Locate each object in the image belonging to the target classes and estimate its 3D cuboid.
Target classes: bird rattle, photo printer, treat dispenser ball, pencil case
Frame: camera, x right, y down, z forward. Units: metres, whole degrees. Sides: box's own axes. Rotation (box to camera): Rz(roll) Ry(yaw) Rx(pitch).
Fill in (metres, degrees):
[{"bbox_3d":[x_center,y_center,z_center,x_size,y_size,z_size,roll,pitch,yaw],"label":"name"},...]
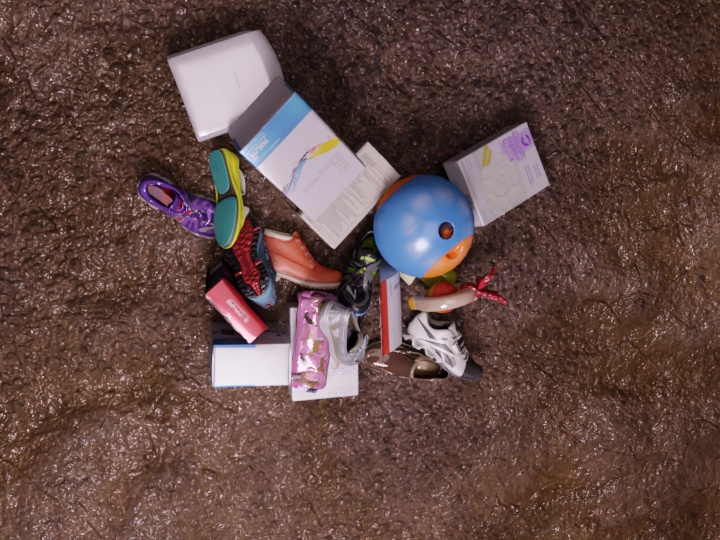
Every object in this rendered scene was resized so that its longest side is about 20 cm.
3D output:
[{"bbox_3d":[0.192,0.055,1.474,0.162,0.199,0.114,-23,113,-37],"label":"bird rattle"},{"bbox_3d":[-0.246,-0.357,1.361,0.198,0.069,0.168,-21,104,-9],"label":"photo printer"},{"bbox_3d":[0.124,-0.087,1.399,0.199,0.201,0.203,-2,101,-13],"label":"treat dispenser ball"},{"bbox_3d":[-0.097,0.137,1.420,0.082,0.087,0.202,8,97,1],"label":"pencil case"}]

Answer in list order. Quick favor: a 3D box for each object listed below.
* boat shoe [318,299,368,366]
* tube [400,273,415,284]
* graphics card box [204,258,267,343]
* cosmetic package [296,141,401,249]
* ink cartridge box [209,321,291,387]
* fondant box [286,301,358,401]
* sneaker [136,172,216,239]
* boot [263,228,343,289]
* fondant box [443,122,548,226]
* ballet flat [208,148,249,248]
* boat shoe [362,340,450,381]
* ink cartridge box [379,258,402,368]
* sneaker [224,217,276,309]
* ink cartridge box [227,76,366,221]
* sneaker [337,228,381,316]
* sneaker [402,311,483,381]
[{"bbox_3d":[-0.024,0.130,1.399,0.075,0.064,0.203,-62,151,-30],"label":"boat shoe"},{"bbox_3d":[0.145,-0.067,1.519,0.200,0.058,0.052,-47,122,-1],"label":"tube"},{"bbox_3d":[-0.241,0.054,1.370,0.051,0.200,0.126,-41,105,-2],"label":"graphics card box"},{"bbox_3d":[-0.026,-0.153,1.441,0.200,0.087,0.103,-46,105,-1],"label":"cosmetic package"},{"bbox_3d":[-0.220,0.160,1.393,0.145,0.200,0.087,0,99,-14],"label":"ink cartridge box"},{"bbox_3d":[-0.080,0.165,1.502,0.143,0.058,0.202,-3,101,-13],"label":"fondant box"},{"bbox_3d":[-0.340,-0.117,1.375,0.199,0.083,0.081,24,94,-19],"label":"sneaker"},{"bbox_3d":[-0.118,-0.021,1.454,0.198,0.075,0.108,15,92,-14],"label":"boot"},{"bbox_3d":[0.285,-0.201,1.488,0.199,0.058,0.145,-31,105,-24],"label":"fondant box"},{"bbox_3d":[-0.247,-0.139,1.378,0.067,0.066,0.202,10,67,-55],"label":"ballet flat"},{"bbox_3d":[0.102,0.198,1.541,0.200,0.075,0.076,9,98,-15],"label":"boat shoe"},{"bbox_3d":[0.062,0.085,1.437,0.056,0.200,0.164,-4,110,-1],"label":"ink cartridge box"},{"bbox_3d":[-0.208,-0.009,1.378,0.079,0.201,0.096,-19,145,6],"label":"sneaker"},{"bbox_3d":[-0.119,-0.227,1.330,0.146,0.147,0.200,-45,121,5],"label":"ink cartridge box"},{"bbox_3d":[0.000,0.000,1.434,0.070,0.083,0.201,14,57,2],"label":"sneaker"},{"bbox_3d":[0.193,0.159,1.526,0.199,0.074,0.089,34,112,-7],"label":"sneaker"}]
